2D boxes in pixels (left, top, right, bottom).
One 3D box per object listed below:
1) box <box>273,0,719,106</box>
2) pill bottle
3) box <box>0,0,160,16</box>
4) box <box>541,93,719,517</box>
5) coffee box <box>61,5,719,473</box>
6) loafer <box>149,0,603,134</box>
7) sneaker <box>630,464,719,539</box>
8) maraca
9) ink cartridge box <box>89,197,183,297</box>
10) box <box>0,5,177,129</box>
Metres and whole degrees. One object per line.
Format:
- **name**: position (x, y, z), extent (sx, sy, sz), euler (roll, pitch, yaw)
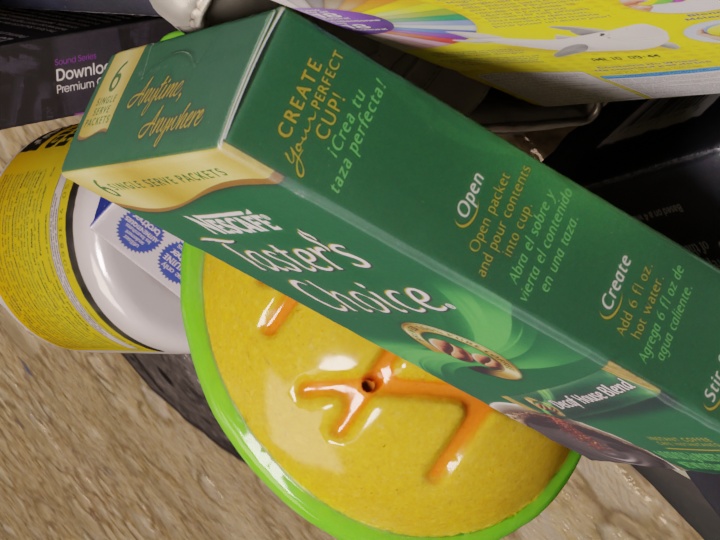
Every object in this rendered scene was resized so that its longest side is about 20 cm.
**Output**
- **box**: position (0.051, -0.082, 0.679), extent (0.117, 0.049, 0.200), euler (-3, 173, 29)
- **pill bottle**: position (-0.114, -0.017, 1.303), extent (0.113, 0.112, 0.200), euler (55, 157, -15)
- **box**: position (-0.095, -0.201, 0.955), extent (0.200, 0.123, 0.199), euler (10, 135, 58)
- **box**: position (0.162, 0.020, 0.842), extent (0.200, 0.104, 0.148), euler (53, 158, -10)
- **coffee box**: position (0.025, -0.003, 0.761), extent (0.199, 0.044, 0.123), euler (30, 167, -24)
- **loafer**: position (0.012, -0.075, 0.802), extent (0.070, 0.200, 0.070), euler (-49, 65, 24)
- **sneaker**: position (0.119, 0.061, 1.035), extent (0.200, 0.075, 0.106), euler (39, 163, 36)
- **maraca**: position (0.000, 0.000, 0.910), extent (0.201, 0.137, 0.107), euler (62, 154, 10)
- **ink cartridge box**: position (-0.015, 0.009, 1.116), extent (0.200, 0.044, 0.094), euler (38, -157, -15)
- **box**: position (-0.117, -0.089, 1.073), extent (0.143, 0.199, 0.036), euler (14, 110, 50)
